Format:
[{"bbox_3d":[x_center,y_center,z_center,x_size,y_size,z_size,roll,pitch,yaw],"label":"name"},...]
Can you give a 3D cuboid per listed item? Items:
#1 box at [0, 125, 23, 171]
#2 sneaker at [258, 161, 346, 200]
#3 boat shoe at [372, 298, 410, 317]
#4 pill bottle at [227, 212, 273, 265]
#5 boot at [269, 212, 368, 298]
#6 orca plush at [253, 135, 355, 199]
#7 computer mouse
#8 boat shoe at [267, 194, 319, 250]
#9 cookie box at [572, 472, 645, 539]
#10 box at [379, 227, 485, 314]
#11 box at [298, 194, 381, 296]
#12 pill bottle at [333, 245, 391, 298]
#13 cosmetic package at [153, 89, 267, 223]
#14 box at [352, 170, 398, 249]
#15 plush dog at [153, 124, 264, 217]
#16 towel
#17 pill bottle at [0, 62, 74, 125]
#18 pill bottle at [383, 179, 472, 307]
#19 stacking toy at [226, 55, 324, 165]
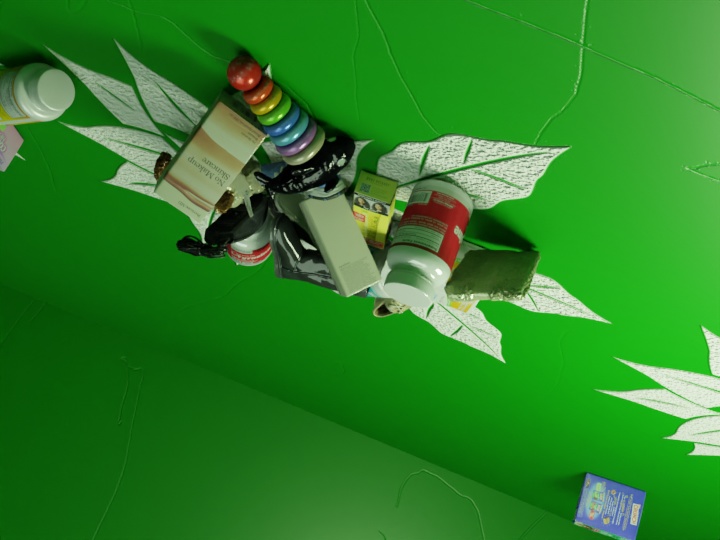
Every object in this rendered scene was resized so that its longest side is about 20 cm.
[{"bbox_3d":[-0.907,-0.337,1.832,0.199,0.097,0.176,20,158,8],"label":"box"},{"bbox_3d":[-0.110,-0.185,1.485,0.199,0.076,0.077,11,126,36],"label":"sneaker"},{"bbox_3d":[0.091,0.071,1.867,0.072,0.065,0.200,31,157,-21],"label":"boat shoe"},{"bbox_3d":[-0.241,-0.086,1.734,0.112,0.113,0.200,23,164,-1],"label":"pill bottle"},{"bbox_3d":[-0.075,-0.031,1.609,0.199,0.066,0.165,14,138,16],"label":"boot"},{"bbox_3d":[-0.107,-0.181,1.389,0.199,0.106,0.071,-6,-178,29],"label":"orca plush"},{"bbox_3d":[-0.252,-0.080,1.578,0.138,0.200,0.053,10,134,40],"label":"computer mouse"},{"bbox_3d":[-0.113,-0.093,1.672,0.200,0.074,0.060,38,154,-27],"label":"boat shoe"},{"bbox_3d":[0.835,0.799,2.705,0.199,0.172,0.075,17,160,14],"label":"cookie box"},{"bbox_3d":[0.150,-0.007,1.583,0.199,0.102,0.113,22,159,1],"label":"box"},{"bbox_3d":[-0.039,-0.055,1.532,0.201,0.082,0.068,67,169,-6],"label":"box"},{"bbox_3d":[0.000,0.000,1.729,0.200,0.111,0.111,2,151,40],"label":"pill bottle"},{"bbox_3d":[-0.257,-0.196,1.389,0.103,0.200,0.087,33,-162,-18],"label":"cosmetic package"},{"bbox_3d":[0.024,-0.112,1.530,0.075,0.050,0.200,19,158,5],"label":"box"},{"bbox_3d":[-0.301,-0.165,1.545,0.171,0.161,0.200,-6,147,30],"label":"plush dog"},{"bbox_3d":[0.239,0.008,1.433,0.148,0.200,0.037,0,111,20],"label":"towel"},{"bbox_3d":[-0.640,-0.340,1.553,0.199,0.110,0.109,4,152,38],"label":"pill bottle"},{"bbox_3d":[0.112,-0.045,1.379,0.112,0.201,0.112,19,158,8],"label":"pill bottle"},{"bbox_3d":[-0.146,-0.264,1.308,0.085,0.086,0.200,1,146,42],"label":"stacking toy"}]
